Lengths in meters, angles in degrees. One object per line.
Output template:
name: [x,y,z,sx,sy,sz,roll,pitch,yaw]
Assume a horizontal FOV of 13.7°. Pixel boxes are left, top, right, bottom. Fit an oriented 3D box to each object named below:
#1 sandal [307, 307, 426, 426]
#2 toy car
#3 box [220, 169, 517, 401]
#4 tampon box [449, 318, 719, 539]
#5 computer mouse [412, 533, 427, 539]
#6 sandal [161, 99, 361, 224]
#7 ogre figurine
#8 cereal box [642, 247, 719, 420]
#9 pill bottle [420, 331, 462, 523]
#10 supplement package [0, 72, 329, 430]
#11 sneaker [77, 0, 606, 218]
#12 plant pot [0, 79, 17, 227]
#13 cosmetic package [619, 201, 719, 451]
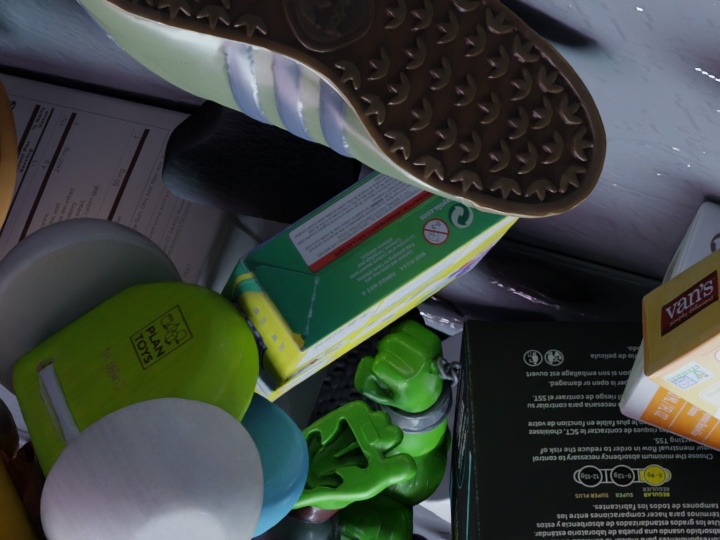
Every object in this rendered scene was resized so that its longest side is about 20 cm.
sandal: [-0.050,0.064,1.425,0.045,0.200,0.075,-7,113,57]
toy car: [-0.105,0.095,1.148,0.150,0.200,0.175,44,-170,-38]
box: [0.000,0.000,1.189,0.049,0.117,0.200,56,167,6]
tampon box: [0.106,0.143,1.268,0.125,0.201,0.150,0,147,-2]
computer mouse: [-0.061,0.118,1.543,0.140,0.046,0.200,-13,149,33]
sandal: [-0.028,-0.064,1.157,0.076,0.043,0.200,16,159,-9]
ogre figurine: [-0.013,0.117,1.289,0.098,0.201,0.120,11,178,16]
cereal box: [0.213,0.032,0.998,0.199,0.040,0.144,29,134,-29]
pill bottle: [0.111,0.108,1.472,0.200,0.110,0.109,32,164,-38]
supplement package: [-0.116,-0.005,1.347,0.199,0.120,0.121,13,166,33]
sneaker: [-0.016,-0.079,1.016,0.199,0.067,0.090,26,175,-17]
plant pot: [-0.228,-0.051,1.226,0.199,0.201,0.140,19,-176,12]
cosmetic package: [0.208,0.050,1.154,0.199,0.072,0.101,20,167,4]
